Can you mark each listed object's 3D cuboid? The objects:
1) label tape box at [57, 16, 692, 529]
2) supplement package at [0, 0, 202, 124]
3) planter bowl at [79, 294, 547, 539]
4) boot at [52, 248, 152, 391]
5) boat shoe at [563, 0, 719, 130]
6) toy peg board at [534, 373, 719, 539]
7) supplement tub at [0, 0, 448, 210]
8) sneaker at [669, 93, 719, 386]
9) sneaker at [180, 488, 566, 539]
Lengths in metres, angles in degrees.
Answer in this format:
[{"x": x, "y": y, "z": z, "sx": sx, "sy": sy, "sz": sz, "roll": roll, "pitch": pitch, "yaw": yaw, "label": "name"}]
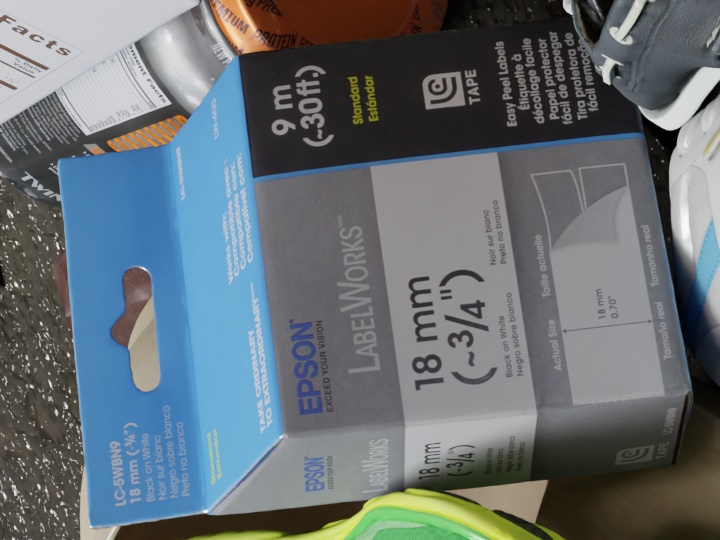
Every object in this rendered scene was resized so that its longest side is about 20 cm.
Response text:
[{"x": 0.000, "y": 0.000, "z": 1.003, "sx": 0.063, "sy": 0.200, "sz": 0.144, "roll": 88, "pitch": 175, "yaw": -65, "label": "label tape box"}, {"x": -0.144, "y": -0.134, "z": 1.042, "sx": 0.120, "sy": 0.121, "sz": 0.200, "roll": 28, "pitch": 147, "yaw": -28, "label": "supplement package"}, {"x": -0.017, "y": 0.068, "z": 1.141, "sx": 0.135, "sy": 0.200, "sz": 0.200, "roll": -112, "pitch": 23, "yaw": -47, "label": "planter bowl"}, {"x": -0.099, "y": 0.073, "z": 1.351, "sx": 0.200, "sy": 0.072, "sz": 0.167, "roll": -46, "pitch": 62, "yaw": 55, "label": "boot"}, {"x": 0.094, "y": -0.088, "z": 0.904, "sx": 0.060, "sy": 0.076, "sz": 0.200, "roll": 22, "pitch": 173, "yaw": -6, "label": "boat shoe"}, {"x": 0.155, "y": 0.149, "z": 1.052, "sx": 0.200, "sy": 0.098, "sz": 0.199, "roll": 34, "pitch": 120, "yaw": 36, "label": "toy peg board"}, {"x": -0.062, "y": -0.095, "z": 1.130, "sx": 0.200, "sy": 0.122, "sz": 0.123, "roll": -14, "pitch": 100, "yaw": 54, "label": "supplement tub"}, {"x": 0.138, "y": -0.040, "z": 0.951, "sx": 0.081, "sy": 0.076, "sz": 0.200, "roll": 43, "pitch": 136, "yaw": 41, "label": "sneaker"}, {"x": -0.001, "y": 0.124, "z": 0.998, "sx": 0.200, "sy": 0.074, "sz": 0.084, "roll": -18, "pitch": 57, "yaw": 42, "label": "sneaker"}]
